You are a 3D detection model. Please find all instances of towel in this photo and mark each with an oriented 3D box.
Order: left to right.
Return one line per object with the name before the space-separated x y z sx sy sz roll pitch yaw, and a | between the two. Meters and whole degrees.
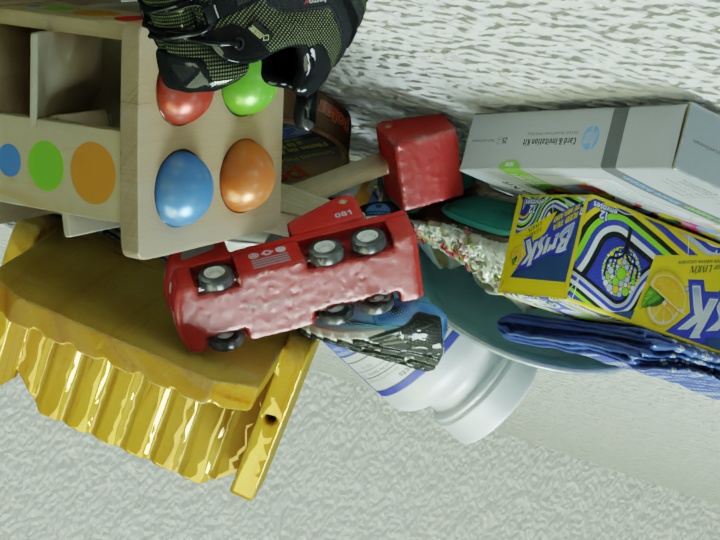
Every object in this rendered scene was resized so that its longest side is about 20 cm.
towel | 0.196 0.064 1.210 0.199 0.024 0.144 18 174 -33

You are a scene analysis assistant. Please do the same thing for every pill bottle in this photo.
pill bottle | 0.029 0.027 1.398 0.200 0.112 0.112 42 166 -13

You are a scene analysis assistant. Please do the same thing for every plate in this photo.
plate | 0.107 0.012 1.336 0.198 0.026 0.201 16 -148 -10

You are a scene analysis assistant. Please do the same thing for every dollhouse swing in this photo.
dollhouse swing | -0.147 0.076 1.214 0.199 0.183 0.176 23 -151 1

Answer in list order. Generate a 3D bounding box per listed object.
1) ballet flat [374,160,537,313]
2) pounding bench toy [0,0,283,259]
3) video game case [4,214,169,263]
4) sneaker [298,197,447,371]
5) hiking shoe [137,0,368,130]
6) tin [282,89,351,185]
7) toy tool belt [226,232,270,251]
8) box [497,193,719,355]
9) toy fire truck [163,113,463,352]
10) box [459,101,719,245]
ballet flat | 0.067 -0.023 1.270 0.075 0.064 0.200 -21 -154 -17
pounding bench toy | -0.106 -0.090 1.132 0.155 0.125 0.199 10 -165 33
video game case | -0.170 -0.021 1.335 0.199 0.024 0.181 33 164 -36
sneaker | 0.000 0.000 1.231 0.078 0.091 0.200 17 -172 -27
hiking shoe | -0.070 -0.132 0.869 0.199 0.102 0.075 24 169 -41
tin | -0.095 -0.085 1.319 0.199 0.042 0.112 -9 151 35
toy tool belt | -0.129 -0.049 1.469 0.198 0.126 0.123 2 -179 -19
box | 0.183 0.012 1.182 0.199 0.065 0.070 18 173 -32
toy fire truck | -0.025 -0.025 1.173 0.198 0.049 0.141 -14 -148 -8
box | 0.175 -0.051 1.140 0.155 0.042 0.199 21 172 -31
